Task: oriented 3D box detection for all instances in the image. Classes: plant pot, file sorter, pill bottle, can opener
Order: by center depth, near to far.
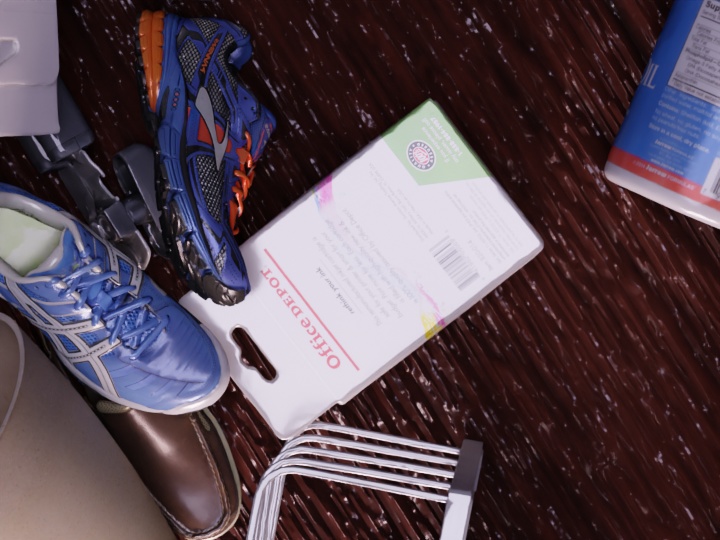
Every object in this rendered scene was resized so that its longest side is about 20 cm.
[{"bbox_3d":[-0.002,0.172,1.595,0.124,0.200,0.139,10,95,3],"label":"file sorter"},{"bbox_3d":[0.232,-0.126,1.604,0.112,0.112,0.200,23,94,0],"label":"pill bottle"},{"bbox_3d":[-0.200,0.158,1.612,0.187,0.187,0.200,-44,120,5],"label":"plant pot"},{"bbox_3d":[-0.174,-0.090,1.662,0.067,0.053,0.200,-31,93,-28],"label":"can opener"}]

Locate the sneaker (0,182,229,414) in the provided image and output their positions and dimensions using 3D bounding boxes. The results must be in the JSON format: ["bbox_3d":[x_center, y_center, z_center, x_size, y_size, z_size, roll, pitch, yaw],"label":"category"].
[{"bbox_3d":[-0.164,0.018,1.583,0.200,0.077,0.076,34,80,0],"label":"sneaker"}]

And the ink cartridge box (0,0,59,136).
[{"bbox_3d":[-0.296,-0.147,1.573,0.200,0.147,0.145,1,95,24],"label":"ink cartridge box"}]

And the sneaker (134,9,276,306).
[{"bbox_3d":[-0.087,-0.073,1.612,0.078,0.075,0.200,-8,67,-7],"label":"sneaker"}]

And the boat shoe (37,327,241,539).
[{"bbox_3d":[-0.144,0.083,1.654,0.075,0.075,0.202,-34,93,5],"label":"boat shoe"}]

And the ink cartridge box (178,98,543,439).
[{"bbox_3d":[0.000,0.000,1.645,0.200,0.067,0.117,-37,91,4],"label":"ink cartridge box"}]
